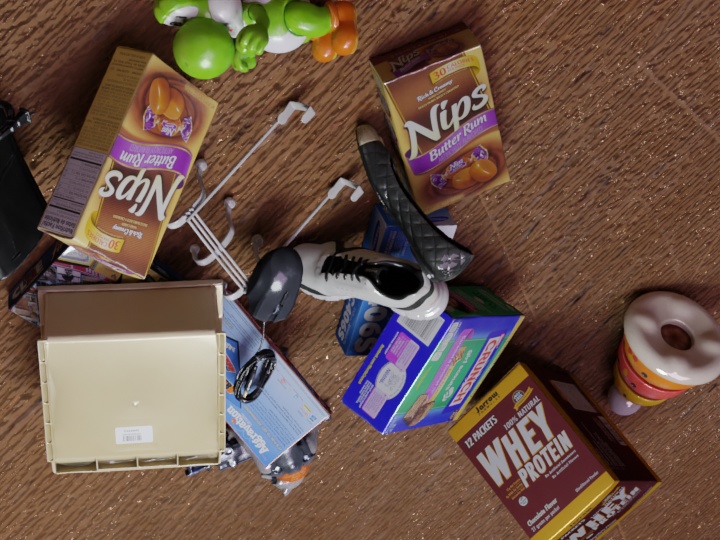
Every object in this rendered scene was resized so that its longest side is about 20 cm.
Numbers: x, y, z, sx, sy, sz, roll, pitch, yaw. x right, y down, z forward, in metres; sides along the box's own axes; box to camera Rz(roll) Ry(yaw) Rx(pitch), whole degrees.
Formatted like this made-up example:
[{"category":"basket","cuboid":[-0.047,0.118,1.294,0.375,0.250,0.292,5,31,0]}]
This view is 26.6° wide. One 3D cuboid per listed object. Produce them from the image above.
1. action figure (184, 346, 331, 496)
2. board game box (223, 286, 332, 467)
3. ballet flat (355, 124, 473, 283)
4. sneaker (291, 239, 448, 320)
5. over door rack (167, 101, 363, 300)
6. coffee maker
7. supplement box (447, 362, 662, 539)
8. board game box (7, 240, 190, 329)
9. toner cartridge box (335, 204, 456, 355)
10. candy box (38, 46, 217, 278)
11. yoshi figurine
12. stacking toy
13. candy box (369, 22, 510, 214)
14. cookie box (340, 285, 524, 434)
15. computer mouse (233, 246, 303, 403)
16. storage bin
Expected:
[{"category":"action figure","cuboid":[-0.130,0.206,1.881,0.200,0.105,0.194,-28,123,-4]},{"category":"board game box","cuboid":[-0.136,0.121,1.774,0.103,0.019,0.200,-40,90,10]},{"category":"ballet flat","cuboid":[0.056,-0.078,1.685,0.057,0.200,0.066,-33,173,13]},{"category":"sneaker","cuboid":[0.000,0.000,1.725,0.080,0.200,0.074,45,58,-67]},{"category":"over door rack","cuboid":[-0.112,-0.080,1.682,0.200,0.067,0.148,-41,135,-6]},{"category":"coffee maker","cuboid":[-0.381,-0.087,1.463,0.135,0.192,0.200,-38,141,-20]},{"category":"supplement box","cuboid":[0.253,0.241,1.968,0.133,0.197,0.200,-45,155,15]},{"category":"board game box","cuboid":[-0.273,0.039,1.703,0.135,0.035,0.200,-44,123,14]},{"category":"toner cartridge box","cuboid":[0.041,0.014,1.834,0.095,0.043,0.200,-2,128,-24]},{"category":"candy box","cuboid":[-0.229,-0.106,1.520,0.117,0.056,0.200,34,76,-54]},{"category":"yoshi figurine","cuboid":[-0.108,-0.230,1.523,0.200,0.112,0.113,2,130,-23]},{"category":"stacking toy","cuboid":[0.390,0.138,2.053,0.146,0.146,0.200,-2,143,-22]},{"category":"candy box","cuboid":[0.090,-0.165,1.700,0.117,0.056,0.200,-22,132,-4]},{"category":"cookie box","cuboid":[0.090,0.104,1.843,0.200,0.075,0.171,-1,126,-60]},{"category":"computer mouse","cuboid":[-0.104,0.065,1.711,0.059,0.034,0.200,-3,119,-34]},{"category":"storage bin","cuboid":[-0.249,0.120,1.677,0.200,0.094,0.199,-2,125,-9]}]
